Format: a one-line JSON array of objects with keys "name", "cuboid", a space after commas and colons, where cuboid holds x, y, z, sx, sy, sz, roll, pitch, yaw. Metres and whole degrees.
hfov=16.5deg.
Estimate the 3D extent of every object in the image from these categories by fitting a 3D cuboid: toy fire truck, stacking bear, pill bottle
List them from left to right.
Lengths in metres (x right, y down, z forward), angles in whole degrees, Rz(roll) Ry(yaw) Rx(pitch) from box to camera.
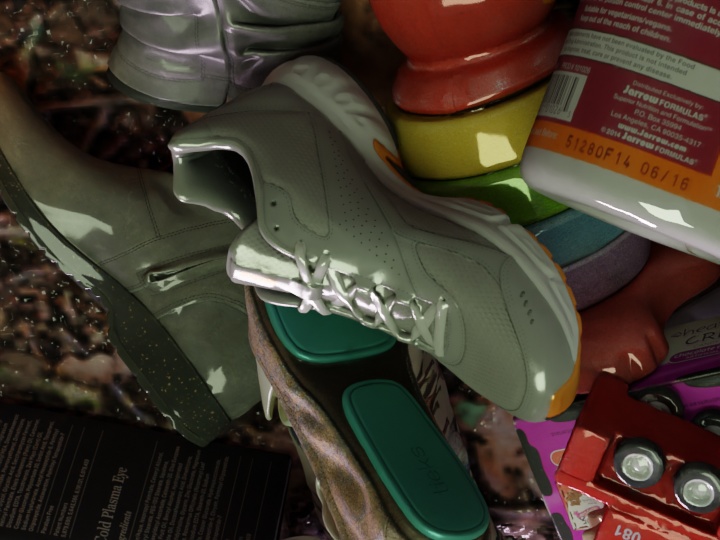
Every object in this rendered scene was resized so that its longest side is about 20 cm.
[{"name": "stacking bear", "cuboid": [0.061, -0.063, 1.027, 0.113, 0.121, 0.201, -5, 115, 32]}, {"name": "toy fire truck", "cuboid": [0.113, 0.121, 1.001, 0.199, 0.049, 0.142, 23, 122, 6]}, {"name": "pill bottle", "cuboid": [0.142, -0.108, 0.932, 0.109, 0.110, 0.201, 21, 91, -6]}]

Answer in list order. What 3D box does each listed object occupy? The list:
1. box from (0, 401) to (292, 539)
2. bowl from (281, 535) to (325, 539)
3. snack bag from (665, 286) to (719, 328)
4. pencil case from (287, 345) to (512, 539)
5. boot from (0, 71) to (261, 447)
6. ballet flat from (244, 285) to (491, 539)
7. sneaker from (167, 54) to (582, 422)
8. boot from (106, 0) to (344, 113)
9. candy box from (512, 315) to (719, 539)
[{"name": "box", "cuboid": [-0.139, 0.180, 1.221, 0.181, 0.104, 0.201, 10, 125, -1]}, {"name": "bowl", "cuboid": [-0.040, 0.211, 1.126, 0.199, 0.075, 0.200, -31, 121, 17]}, {"name": "snack bag", "cuboid": [0.251, 0.058, 1.082, 0.200, 0.021, 0.189, -34, 84, 28]}, {"name": "pencil case", "cuboid": [0.019, 0.094, 1.155, 0.078, 0.089, 0.201, 14, 134, 44]}, {"name": "boot", "cuboid": [-0.077, -0.033, 1.091, 0.130, 0.068, 0.200, -38, 85, -2]}, {"name": "ballet flat", "cuboid": [-0.010, 0.056, 1.008, 0.068, 0.201, 0.067, 0, 137, -27]}, {"name": "sneaker", "cuboid": [0.000, 0.000, 0.975, 0.200, 0.092, 0.076, 42, 141, 30]}, {"name": "boot", "cuboid": [-0.096, -0.129, 1.030, 0.199, 0.070, 0.132, 16, 130, 3]}, {"name": "candy box", "cuboid": [0.164, 0.120, 1.049, 0.136, 0.061, 0.201, -13, 111, 24]}]
